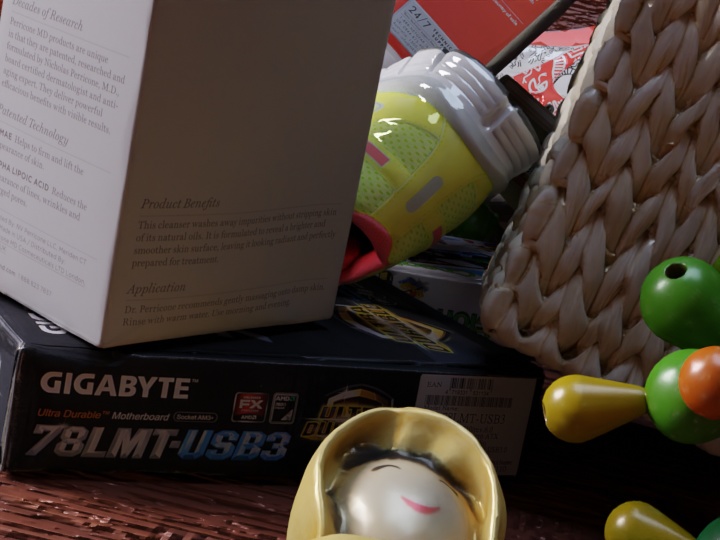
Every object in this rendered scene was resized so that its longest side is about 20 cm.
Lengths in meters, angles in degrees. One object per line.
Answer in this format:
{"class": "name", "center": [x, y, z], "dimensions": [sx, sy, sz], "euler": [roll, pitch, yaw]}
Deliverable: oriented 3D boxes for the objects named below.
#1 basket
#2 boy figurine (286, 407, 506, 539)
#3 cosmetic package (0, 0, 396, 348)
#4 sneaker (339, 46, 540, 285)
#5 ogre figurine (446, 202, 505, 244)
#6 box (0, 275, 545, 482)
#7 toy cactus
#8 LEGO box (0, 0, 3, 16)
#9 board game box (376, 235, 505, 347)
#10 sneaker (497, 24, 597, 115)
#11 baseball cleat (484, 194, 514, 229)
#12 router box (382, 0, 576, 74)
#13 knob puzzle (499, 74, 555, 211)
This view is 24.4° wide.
{"class": "basket", "center": [0.150, -0.032, 0.635], "dimensions": [0.160, 0.199, 0.200], "euler": [24, 6, 2]}
{"class": "boy figurine", "center": [0.017, 0.087, 0.360], "dimensions": [0.124, 0.065, 0.200], "euler": [8, 14, -1]}
{"class": "cosmetic package", "center": [-0.053, -0.084, 0.550], "dimensions": [0.081, 0.201, 0.113], "euler": [23, 17, 39]}
{"class": "sneaker", "center": [-0.015, -0.034, 0.676], "dimensions": [0.078, 0.090, 0.200], "euler": [48, -21, -14]}
{"class": "ogre figurine", "center": [0.016, -0.061, 0.997], "dimensions": [0.200, 0.098, 0.120], "euler": [55, -1, -24]}
{"class": "box", "center": [-0.064, 0.024, 0.640], "dimensions": [0.198, 0.050, 0.200], "euler": [7, 12, -27]}
{"class": "toy cactus", "center": [0.151, 0.053, 0.483], "dimensions": [0.165, 0.200, 0.102], "euler": [47, -22, 1]}
{"class": "LEGO box", "center": [-0.134, -0.121, 0.873], "dimensions": [0.199, 0.078, 0.149], "euler": [-18, 15, -34]}
{"class": "board game box", "center": [0.000, 0.000, 0.858], "dimensions": [0.199, 0.035, 0.126], "euler": [9, 10, -10]}
{"class": "sneaker", "center": [0.109, -0.094, 1.047], "dimensions": [0.200, 0.067, 0.108], "euler": [-9, 50, 3]}
{"class": "baseball cleat", "center": [0.098, -0.071, 1.119], "dimensions": [0.199, 0.107, 0.070], "euler": [11, 5, -4]}
{"class": "router box", "center": [0.051, -0.115, 0.784], "dimensions": [0.049, 0.179, 0.200], "euler": [47, -21, 0]}
{"class": "knob puzzle", "center": [0.133, -0.043, 0.979], "dimensions": [0.219, 0.030, 0.220], "euler": [39, -8, 6]}
